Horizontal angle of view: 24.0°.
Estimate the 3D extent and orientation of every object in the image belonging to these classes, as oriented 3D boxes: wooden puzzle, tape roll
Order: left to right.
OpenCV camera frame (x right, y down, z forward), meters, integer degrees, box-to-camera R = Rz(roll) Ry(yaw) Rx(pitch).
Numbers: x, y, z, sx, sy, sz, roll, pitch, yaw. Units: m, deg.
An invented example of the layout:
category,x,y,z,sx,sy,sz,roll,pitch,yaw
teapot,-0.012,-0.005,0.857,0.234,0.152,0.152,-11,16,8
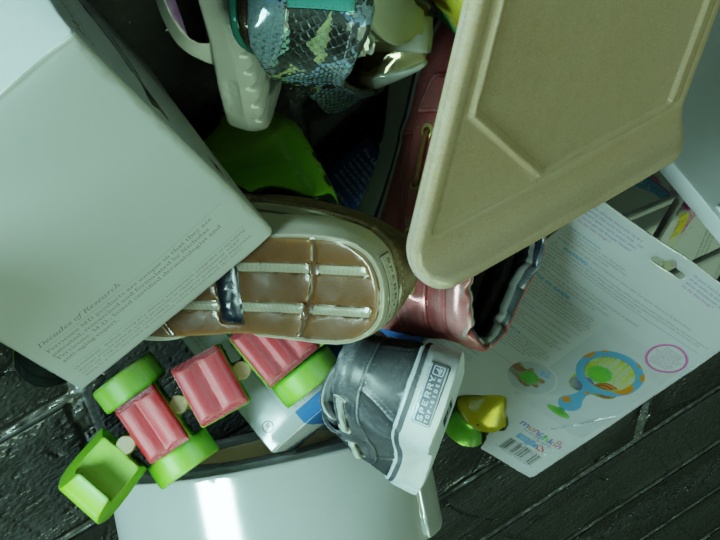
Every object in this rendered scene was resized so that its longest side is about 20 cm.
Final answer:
category,x,y,z,sx,sy,sz,roll,pitch,yaw
tape roll,-0.051,0.142,1.047,0.202,0.071,0.202,-11,-179,0
wooden puzzle,0.097,-0.104,0.742,0.185,0.037,0.200,-29,143,-32

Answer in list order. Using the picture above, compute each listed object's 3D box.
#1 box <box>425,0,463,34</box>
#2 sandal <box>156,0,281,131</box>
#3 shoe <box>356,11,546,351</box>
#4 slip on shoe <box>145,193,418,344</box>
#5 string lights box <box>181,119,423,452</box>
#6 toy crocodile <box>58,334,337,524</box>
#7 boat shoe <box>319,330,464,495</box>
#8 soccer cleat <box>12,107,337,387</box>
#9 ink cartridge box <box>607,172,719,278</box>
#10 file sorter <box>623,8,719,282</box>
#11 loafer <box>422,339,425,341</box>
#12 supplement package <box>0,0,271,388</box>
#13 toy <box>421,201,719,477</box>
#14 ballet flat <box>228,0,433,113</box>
category,x,y,z,sx,sy,sz,roll,pitch,yaw
box,0.030,-0.156,0.736,0.048,0.117,0.200,-45,153,2
sandal,-0.068,-0.131,0.726,0.050,0.083,0.203,6,143,9
shoe,0.059,-0.059,0.861,0.071,0.091,0.201,23,83,-50
slip on shoe,-0.067,-0.009,0.809,0.061,0.200,0.076,-38,127,-58
string lights box,0.000,0.000,0.955,0.200,0.103,0.059,-40,169,7
toy crocodile,-0.074,0.057,0.893,0.200,0.068,0.062,-35,180,-5
boat shoe,0.013,0.071,0.889,0.200,0.068,0.072,79,32,-79
soccer cleat,-0.099,0.001,0.870,0.200,0.081,0.067,-43,153,11
ink cartridge box,0.179,-0.020,1.172,0.200,0.088,0.145,-26,151,-25
file sorter,0.189,-0.073,0.978,0.139,0.200,0.125,-22,154,-27
loafer,0.008,0.046,1.084,0.070,0.070,0.200,-26,151,-22
supplement package,-0.142,-0.053,0.693,0.117,0.117,0.200,-38,154,2
toy,0.113,0.033,0.944,0.200,0.115,0.047,-45,-160,39
ballet flat,-0.001,-0.107,0.762,0.074,0.074,0.200,-44,176,13
